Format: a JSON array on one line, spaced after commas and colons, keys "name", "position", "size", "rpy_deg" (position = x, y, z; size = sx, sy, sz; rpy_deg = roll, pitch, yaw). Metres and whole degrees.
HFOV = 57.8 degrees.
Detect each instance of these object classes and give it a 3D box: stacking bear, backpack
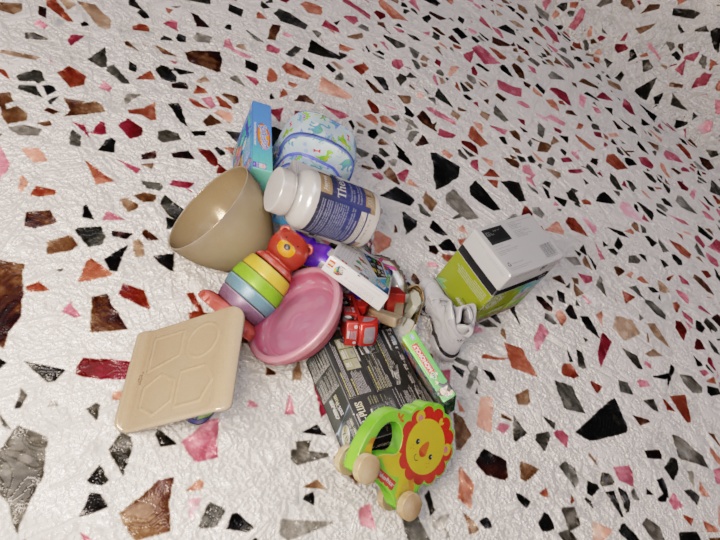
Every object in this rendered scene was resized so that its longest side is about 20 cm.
[{"name": "stacking bear", "position": [-0.171, 0.012, 1.160], "size": [0.121, 0.114, 0.200], "rpy_deg": [40, 81, 5]}, {"name": "backpack", "position": [-0.104, -0.219, 1.393], "size": [0.182, 0.200, 0.148], "rpy_deg": [21, 46, -15]}]

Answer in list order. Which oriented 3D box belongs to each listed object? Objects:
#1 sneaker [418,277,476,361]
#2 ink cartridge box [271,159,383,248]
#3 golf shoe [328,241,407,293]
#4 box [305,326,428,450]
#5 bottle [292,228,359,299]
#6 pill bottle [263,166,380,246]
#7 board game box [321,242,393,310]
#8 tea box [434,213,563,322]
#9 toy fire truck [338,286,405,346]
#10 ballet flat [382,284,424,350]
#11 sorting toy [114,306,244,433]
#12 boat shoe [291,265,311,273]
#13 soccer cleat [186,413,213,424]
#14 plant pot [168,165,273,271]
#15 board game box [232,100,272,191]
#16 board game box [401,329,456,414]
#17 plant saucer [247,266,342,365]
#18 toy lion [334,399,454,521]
[{"name": "sneaker", "position": [0.184, 0.080, 1.377], "size": [0.075, 0.115, 0.201], "rpy_deg": [7, 51, -26]}, {"name": "ink cartridge box", "position": [-0.068, -0.129, 1.321], "size": [0.199, 0.116, 0.068], "rpy_deg": [19, 31, -20]}, {"name": "golf shoe", "position": [0.013, -0.003, 1.375], "size": [0.092, 0.073, 0.200], "rpy_deg": [-27, 57, -35]}, {"name": "box", "position": [0.017, 0.218, 1.186], "size": [0.163, 0.086, 0.201], "rpy_deg": [-8, 58, -35]}, {"name": "bottle", "position": [-0.075, -0.009, 1.320], "size": [0.199, 0.084, 0.065], "rpy_deg": [38, 45, 3]}, {"name": "pill bottle", "position": [-0.071, -0.121, 1.200], "size": [0.199, 0.111, 0.112], "rpy_deg": [16, 47, -30]}, {"name": "board game box", "position": [0.000, 0.000, 1.226], "size": [0.126, 0.035, 0.200], "rpy_deg": [36, 13, -3]}, {"name": "tea box", "position": [0.303, -0.001, 1.455], "size": [0.199, 0.197, 0.134], "rpy_deg": [-16, 63, -38]}, {"name": "toy fire truck", "position": [0.026, 0.084, 1.220], "size": [0.140, 0.049, 0.200], "rpy_deg": [4, 18, -9]}, {"name": "ballet flat", "position": [0.089, 0.101, 1.338], "size": [0.070, 0.065, 0.201], "rpy_deg": [27, 46, -12]}, {"name": "sorting toy", "position": [-0.279, 0.157, 1.029], "size": [0.037, 0.198, 0.186], "rpy_deg": [58, 24, -46]}, {"name": "boat shoe", "position": [-0.115, 0.028, 1.277], "size": [0.200, 0.068, 0.072], "rpy_deg": [42, 45, 6]}, {"name": "soccer cleat", "position": [-0.243, 0.158, 1.083], "size": [0.064, 0.084, 0.201], "rpy_deg": [21, 46, -14]}, {"name": "plant pot", "position": [-0.240, -0.076, 1.225], "size": [0.134, 0.199, 0.201], "rpy_deg": [45, 37, -32]}, {"name": "board game box", "position": [-0.227, -0.228, 1.362], "size": [0.045, 0.152, 0.201], "rpy_deg": [11, 50, -23]}, {"name": "board game box", "position": [0.127, 0.195, 1.206], "size": [0.029, 0.200, 0.135], "rpy_deg": [-32, 70, -5]}, {"name": "plant saucer", "position": [-0.110, 0.087, 1.169], "size": [0.051, 0.199, 0.202], "rpy_deg": [48, 33, -38]}, {"name": "toy lion", "position": [0.074, 0.296, 1.087], "size": [0.200, 0.068, 0.192], "rpy_deg": [48, 64, -31]}]
